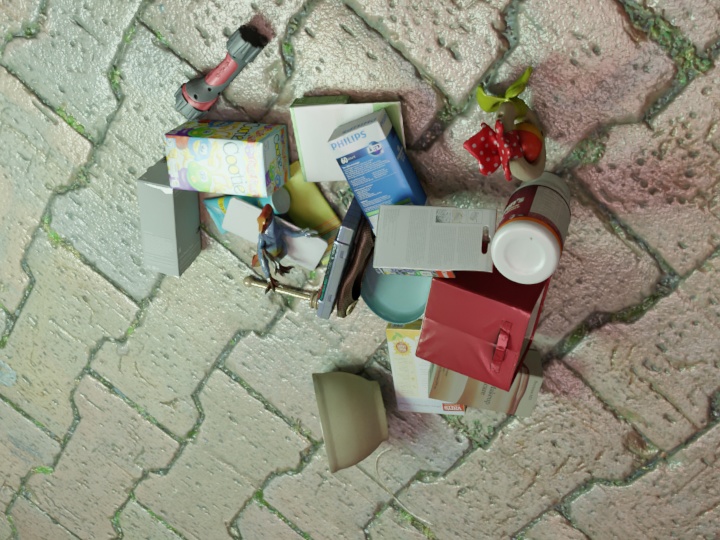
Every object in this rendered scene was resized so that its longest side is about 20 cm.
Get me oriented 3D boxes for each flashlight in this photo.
[{"bbox_3d":[-0.250,-0.347,1.638,0.068,0.068,0.200,41,128,-13],"label":"flashlight"}]

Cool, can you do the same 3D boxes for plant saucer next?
[{"bbox_3d":[0.068,-0.004,1.707,0.198,0.027,0.204,9,104,40],"label":"plant saucer"}]

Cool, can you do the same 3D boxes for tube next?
[{"bbox_3d":[-0.218,-0.118,1.779,0.198,0.050,0.078,-10,112,42],"label":"tube"}]

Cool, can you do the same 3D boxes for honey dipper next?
[{"bbox_3d":[-0.144,0.042,1.862,0.197,0.038,0.038,16,125,16],"label":"honey dipper"}]

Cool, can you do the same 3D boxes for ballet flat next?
[{"bbox_3d":[0.000,0.000,1.716,0.046,0.067,0.203,20,109,10],"label":"ballet flat"}]

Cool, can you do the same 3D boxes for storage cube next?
[{"bbox_3d":[0.217,0.071,1.638,0.177,0.200,0.173,19,123,15],"label":"storage cube"}]

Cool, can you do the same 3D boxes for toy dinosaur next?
[{"bbox_3d":[-0.175,-0.048,1.707,0.198,0.105,0.183,15,135,36],"label":"toy dinosaur"}]

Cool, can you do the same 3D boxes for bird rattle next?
[{"bbox_3d":[0.246,-0.211,1.460,0.112,0.202,0.163,-25,133,32],"label":"bird rattle"}]

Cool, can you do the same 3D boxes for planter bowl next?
[{"bbox_3d":[-0.016,0.295,1.889,0.133,0.201,0.203,-11,120,-4],"label":"planter bowl"}]

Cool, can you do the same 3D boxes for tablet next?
[{"bbox_3d":[-0.164,-0.066,1.767,0.198,0.014,0.130,26,152,-5],"label":"tablet"}]

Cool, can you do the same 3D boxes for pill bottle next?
[{"bbox_3d":[0.281,-0.075,1.514,0.108,0.201,0.111,10,124,15],"label":"pill bottle"}]

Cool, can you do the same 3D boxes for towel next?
[{"bbox_3d":[-0.090,-0.109,1.757,0.085,0.018,0.201,-25,108,28],"label":"towel"}]

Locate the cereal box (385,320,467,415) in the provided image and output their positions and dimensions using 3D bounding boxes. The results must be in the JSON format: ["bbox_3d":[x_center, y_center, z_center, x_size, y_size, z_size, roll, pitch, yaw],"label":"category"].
[{"bbox_3d":[0.132,0.191,1.841,0.142,0.040,0.203,2,122,19],"label":"cereal box"}]

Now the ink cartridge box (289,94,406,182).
[{"bbox_3d":[-0.015,-0.230,1.632,0.197,0.048,0.147,-1,121,14],"label":"ink cartridge box"}]

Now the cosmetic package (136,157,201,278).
[{"bbox_3d":[-0.368,-0.103,1.815,0.089,0.107,0.202,15,127,12],"label":"cosmetic package"}]

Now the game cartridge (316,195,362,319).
[{"bbox_3d":[-0.036,-0.025,1.699,0.038,0.130,0.202,20,123,6],"label":"game cartridge"}]

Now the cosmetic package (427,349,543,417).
[{"bbox_3d":[0.230,0.194,1.746,0.197,0.088,0.105,10,121,-2],"label":"cosmetic package"}]

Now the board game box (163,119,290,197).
[{"bbox_3d":[-0.239,-0.204,1.691,0.197,0.103,0.106,6,116,20],"label":"board game box"}]

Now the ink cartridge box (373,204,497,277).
[{"bbox_3d":[0.125,-0.047,1.538,0.197,0.111,0.050,3,166,15],"label":"ink cartridge box"}]

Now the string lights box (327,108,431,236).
[{"bbox_3d":[0.035,-0.161,1.597,0.102,0.059,0.202,-17,115,24],"label":"string lights box"}]
